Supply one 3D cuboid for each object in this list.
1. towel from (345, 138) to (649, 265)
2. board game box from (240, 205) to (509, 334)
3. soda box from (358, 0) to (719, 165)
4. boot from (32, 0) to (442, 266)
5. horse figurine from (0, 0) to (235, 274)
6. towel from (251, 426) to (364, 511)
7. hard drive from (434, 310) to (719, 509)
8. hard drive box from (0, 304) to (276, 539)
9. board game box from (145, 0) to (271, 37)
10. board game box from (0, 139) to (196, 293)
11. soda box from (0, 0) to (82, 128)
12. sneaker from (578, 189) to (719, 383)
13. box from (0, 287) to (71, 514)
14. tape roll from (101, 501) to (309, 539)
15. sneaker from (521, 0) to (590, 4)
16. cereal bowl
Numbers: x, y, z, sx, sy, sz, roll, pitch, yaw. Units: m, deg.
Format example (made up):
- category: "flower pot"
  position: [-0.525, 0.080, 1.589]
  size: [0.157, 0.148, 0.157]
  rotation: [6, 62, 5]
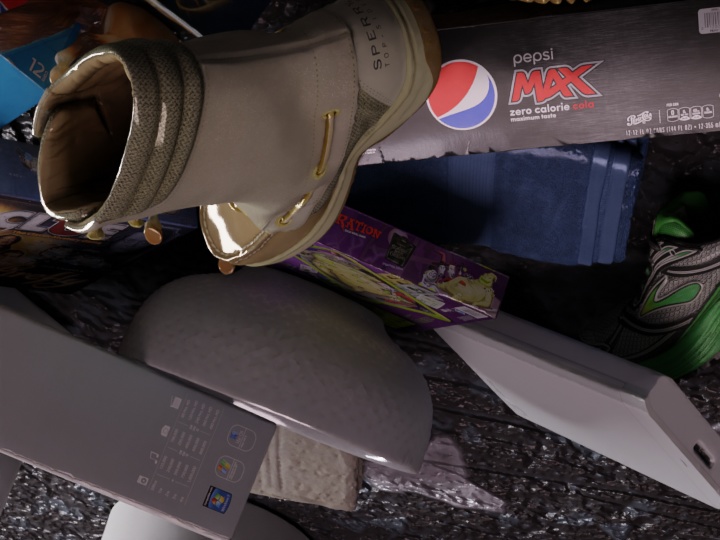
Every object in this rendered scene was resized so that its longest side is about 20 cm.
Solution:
- category: "towel"
  position: [0.055, -0.057, 0.768]
  size: [0.198, 0.049, 0.112]
  rotation: [8, 145, 7]
- category: "board game box"
  position: [0.000, 0.000, 0.801]
  size: [0.119, 0.033, 0.200]
  rotation: [19, 172, -11]
- category: "soda box"
  position: [0.086, -0.098, 0.659]
  size: [0.198, 0.071, 0.064]
  rotation: [-4, 113, 13]
- category: "boot"
  position: [-0.071, -0.047, 0.604]
  size: [0.154, 0.072, 0.200]
  rotation: [-18, 165, -34]
- category: "horse figurine"
  position: [-0.112, -0.083, 0.746]
  size: [0.050, 0.133, 0.200]
  rotation: [-30, 116, 27]
- category: "towel"
  position: [-0.059, 0.111, 1.034]
  size: [0.131, 0.035, 0.201]
  rotation: [10, 142, 4]
- category: "hard drive"
  position: [0.137, 0.078, 0.846]
  size: [0.132, 0.026, 0.200]
  rotation: [45, 166, -34]
- category: "hard drive box"
  position: [-0.168, 0.087, 0.849]
  size: [0.199, 0.077, 0.156]
  rotation: [24, 171, -15]
- category: "board game box"
  position: [-0.141, -0.178, 0.619]
  size: [0.200, 0.035, 0.135]
  rotation: [36, -177, -27]
- category: "board game box"
  position: [-0.215, -0.032, 0.812]
  size: [0.135, 0.035, 0.199]
  rotation: [-24, 158, 39]
- category: "soda box"
  position: [-0.250, -0.104, 0.793]
  size: [0.199, 0.065, 0.068]
  rotation: [-23, 130, 39]
- category: "sneaker"
  position: [0.189, -0.002, 0.787]
  size: [0.085, 0.078, 0.200]
  rotation: [39, 136, -7]
- category: "box"
  position: [-0.334, 0.081, 0.944]
  size: [0.130, 0.200, 0.200]
  rotation: [-18, 133, 36]
- category: "tape roll"
  position: [-0.143, 0.300, 1.214]
  size: [0.201, 0.140, 0.203]
  rotation: [9, 143, 7]
- category: "sneaker"
  position: [0.034, -0.171, 0.608]
  size: [0.198, 0.075, 0.091]
  rotation: [2, 106, -19]
- category: "cereal bowl"
  position: [-0.043, 0.053, 0.858]
  size: [0.199, 0.084, 0.200]
  rotation: [22, 171, 4]
